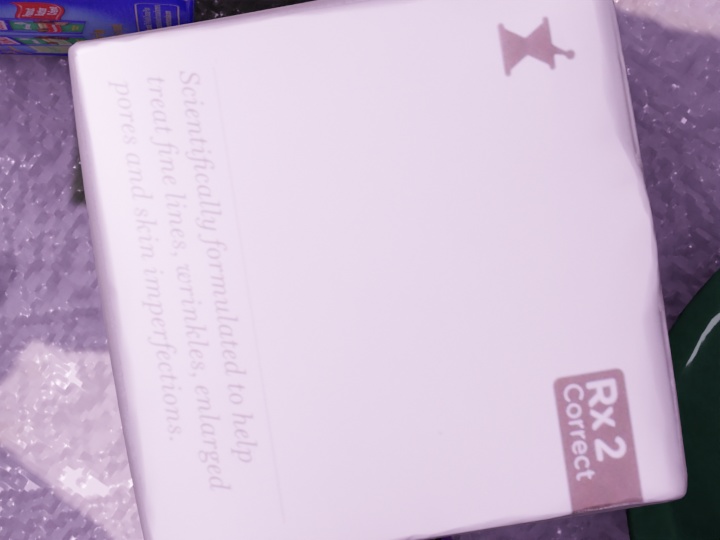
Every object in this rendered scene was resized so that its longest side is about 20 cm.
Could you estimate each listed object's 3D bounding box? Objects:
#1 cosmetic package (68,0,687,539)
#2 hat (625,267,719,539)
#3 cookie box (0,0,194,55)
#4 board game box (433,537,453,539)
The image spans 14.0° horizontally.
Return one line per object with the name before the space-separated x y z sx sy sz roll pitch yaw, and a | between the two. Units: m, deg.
cosmetic package | 0.000 0.000 0.948 0.164 0.200 0.165 -10 90 -3
hat | 0.204 0.097 0.994 0.165 0.176 0.201 -21 53 32
cookie box | -0.153 -0.116 0.956 0.199 0.171 0.075 1 87 -4
board game box | -0.047 0.159 0.989 0.199 0.120 0.032 -21 120 -4
